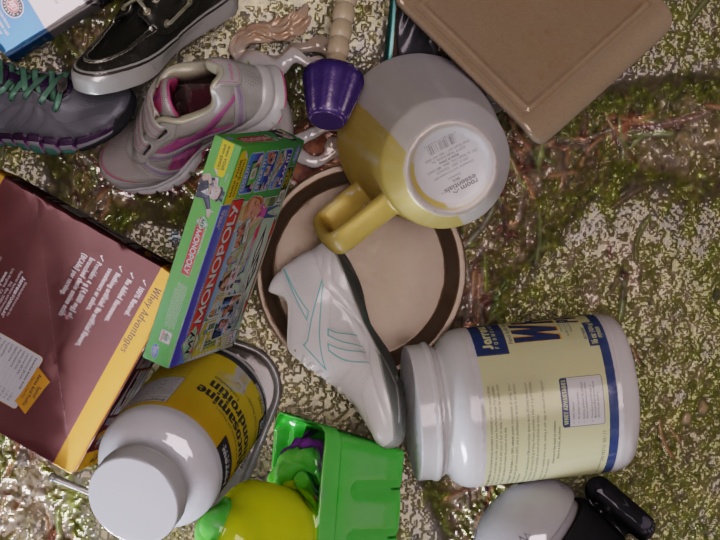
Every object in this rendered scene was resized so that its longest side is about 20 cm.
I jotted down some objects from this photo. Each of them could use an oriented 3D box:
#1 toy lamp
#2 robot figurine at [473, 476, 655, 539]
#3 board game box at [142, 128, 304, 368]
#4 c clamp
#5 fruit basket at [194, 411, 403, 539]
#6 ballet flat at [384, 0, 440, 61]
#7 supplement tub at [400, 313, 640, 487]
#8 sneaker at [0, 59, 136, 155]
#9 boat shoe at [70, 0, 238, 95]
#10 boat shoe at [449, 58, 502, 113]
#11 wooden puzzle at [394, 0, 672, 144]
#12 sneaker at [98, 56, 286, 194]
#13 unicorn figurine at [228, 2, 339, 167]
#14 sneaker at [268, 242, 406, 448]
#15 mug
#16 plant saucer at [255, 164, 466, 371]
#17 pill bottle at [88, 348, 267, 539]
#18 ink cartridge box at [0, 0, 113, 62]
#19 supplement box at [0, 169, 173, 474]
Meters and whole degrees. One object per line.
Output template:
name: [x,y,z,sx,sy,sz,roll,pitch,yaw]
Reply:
toy lamp: [-0.018,-0.221,1.655,0.058,0.058,0.202,8,64,-5]
robot figurine: [0.194,0.283,1.697,0.200,0.125,0.150,43,46,-5]
board game box: [-0.117,-0.021,1.581,0.029,0.134,0.202,24,104,16]
c clamp: [-0.171,0.146,1.708,0.170,0.027,0.201,28,90,-5]
fruit basket: [-0.068,0.234,1.650,0.214,0.155,0.218,-1,93,-22]
ballet flat: [0.054,-0.275,1.696,0.072,0.073,0.202,-1,97,-5]
supplement tub: [0.143,0.120,1.672,0.198,0.145,0.147,-5,92,-7]
sneaker: [-0.300,-0.153,1.623,0.198,0.088,0.075,-3,54,18]
boat shoe: [-0.187,-0.225,1.629,0.200,0.070,0.064,-44,139,-38]
boat shoe: [0.159,-0.199,1.705,0.199,0.069,0.073,-23,93,-4]
wooden puzzle: [0.155,-0.237,1.662,0.185,0.037,0.200,-41,82,-16]
sneaker: [-0.166,-0.139,1.640,0.199,0.088,0.082,-30,58,26]
unicorn figurine: [-0.077,-0.135,1.694,0.136,0.074,0.202,-11,76,-4]
sneaker: [-0.018,0.075,1.665,0.080,0.070,0.202,-26,73,8]
mug: [0.058,-0.088,1.619,0.148,0.153,0.188,17,101,-15]
plant saucer: [0.000,0.000,1.718,0.198,0.029,0.202,0,92,-4]
pill bottle: [-0.160,0.152,1.589,0.111,0.200,0.113,6,114,14]
ink cartridge box: [-0.271,-0.303,1.658,0.199,0.086,0.147,-32,94,-5]
supplement box: [-0.281,0.043,1.633,0.199,0.133,0.198,29,89,2]
